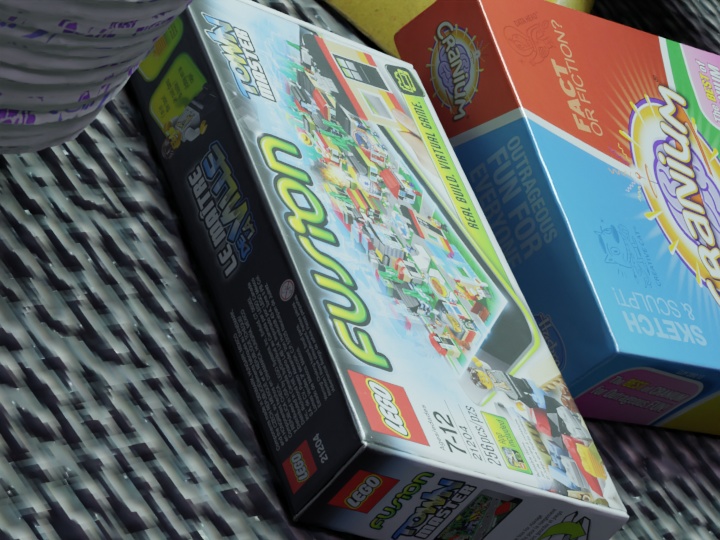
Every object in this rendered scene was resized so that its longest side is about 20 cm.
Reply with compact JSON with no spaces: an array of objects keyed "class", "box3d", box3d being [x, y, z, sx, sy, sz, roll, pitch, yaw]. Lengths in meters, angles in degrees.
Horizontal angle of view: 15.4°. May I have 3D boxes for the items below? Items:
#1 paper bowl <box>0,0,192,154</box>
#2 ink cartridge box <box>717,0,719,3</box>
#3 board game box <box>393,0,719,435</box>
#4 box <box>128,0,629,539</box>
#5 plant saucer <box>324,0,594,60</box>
[{"class":"paper bowl","box3d":[-0.141,-0.113,0.712,0.200,0.104,0.201,32,29,-20]},{"class":"ink cartridge box","box3d":[0.114,-0.205,1.145,0.146,0.083,0.200,44,9,23]},{"class":"board game box","box3d":[0.113,-0.015,0.960,0.200,0.040,0.154,10,52,-47]},{"class":"box","box3d":[0.000,0.000,0.818,0.110,0.035,0.200,18,36,-40]},{"class":"plant saucer","box3d":[0.020,-0.156,1.060,0.200,0.048,0.200,40,26,-7]}]
